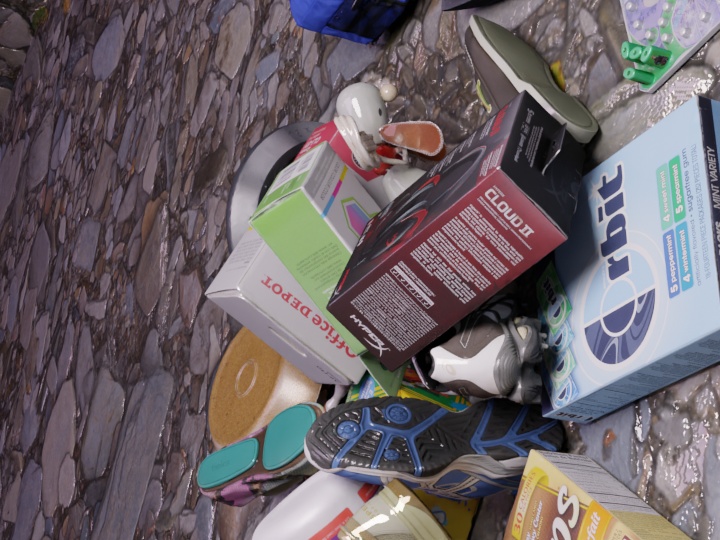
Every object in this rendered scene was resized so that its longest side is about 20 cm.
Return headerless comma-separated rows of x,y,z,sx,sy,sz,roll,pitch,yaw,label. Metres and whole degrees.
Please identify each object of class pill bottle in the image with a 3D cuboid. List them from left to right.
0.014,0.252,1.063,0.112,0.200,0.112,-38,2,2,pill bottle

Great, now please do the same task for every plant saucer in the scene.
-0.105,0.116,1.409,0.200,0.035,0.201,-40,38,40,plant saucer

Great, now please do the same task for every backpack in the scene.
-0.001,-0.348,1.402,0.200,0.167,0.163,-35,55,51,backpack

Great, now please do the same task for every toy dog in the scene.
0.065,-0.083,1.175,0.096,0.200,0.132,-31,13,6,toy dog

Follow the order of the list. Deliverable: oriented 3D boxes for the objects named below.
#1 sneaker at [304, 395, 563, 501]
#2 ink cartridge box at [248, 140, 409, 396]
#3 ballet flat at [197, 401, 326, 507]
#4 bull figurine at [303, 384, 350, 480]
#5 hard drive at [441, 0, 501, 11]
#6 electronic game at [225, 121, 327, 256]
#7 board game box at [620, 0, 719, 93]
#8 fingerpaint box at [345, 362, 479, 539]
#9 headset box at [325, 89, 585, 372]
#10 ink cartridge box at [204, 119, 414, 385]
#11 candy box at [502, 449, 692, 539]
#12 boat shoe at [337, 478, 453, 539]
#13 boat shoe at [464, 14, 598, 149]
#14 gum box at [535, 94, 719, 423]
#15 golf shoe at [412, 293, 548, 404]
0.053,0.144,1.036,0.076,0.199,0.077,-101,22,-44,sneaker
0.000,0.000,1.142,0.059,0.200,0.104,-31,17,24,ink cartridge box
-0.075,0.178,1.291,0.200,0.071,0.069,-32,41,42,ballet flat
-0.037,0.157,1.370,0.200,0.065,0.122,34,103,57,bull figurine
0.142,-0.313,1.227,0.200,0.042,0.135,-15,66,62,hard drive
-0.045,-0.043,1.318,0.042,0.200,0.201,-1,78,51,electronic game
0.245,-0.267,1.010,0.200,0.026,0.200,-47,39,47,board game box
0.030,0.196,1.199,0.167,0.073,0.201,37,112,63,fingerpaint box
0.081,-0.037,1.020,0.200,0.075,0.149,-39,13,30,headset box
-0.024,-0.017,1.240,0.200,0.145,0.083,-58,20,-20,ink cartridge box
0.166,0.214,0.925,0.200,0.055,0.116,37,114,63,candy box
0.063,0.243,0.984,0.063,0.201,0.073,-38,16,-8,boat shoe
0.128,-0.148,1.148,0.061,0.072,0.201,-60,33,26,boat shoe
0.197,-0.001,0.970,0.200,0.044,0.170,-39,45,53,gum box
0.086,0.057,1.067,0.200,0.094,0.078,-143,54,-89,golf shoe
